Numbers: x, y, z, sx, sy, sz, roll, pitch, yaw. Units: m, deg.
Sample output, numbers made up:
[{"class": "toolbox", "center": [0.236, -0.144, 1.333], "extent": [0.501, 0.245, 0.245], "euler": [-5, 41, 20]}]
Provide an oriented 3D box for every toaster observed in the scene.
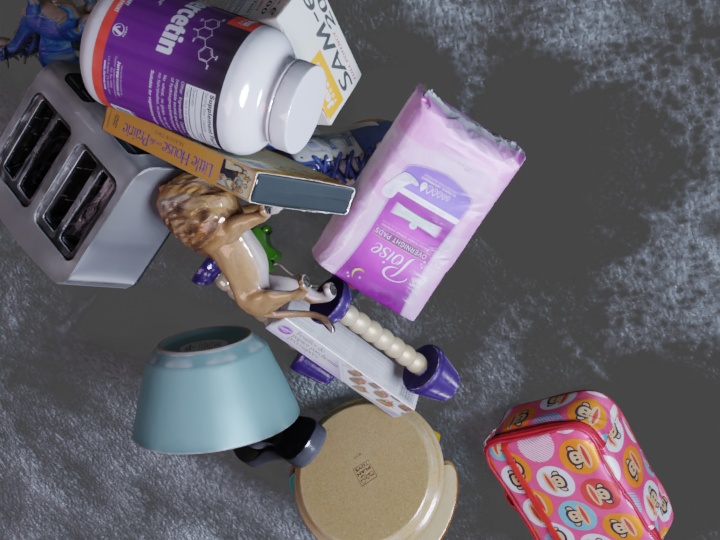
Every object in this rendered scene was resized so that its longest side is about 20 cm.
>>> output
[{"class": "toaster", "center": [-0.279, -0.093, 1.190], "extent": [0.181, 0.118, 0.201], "euler": [47, 111, 23]}]

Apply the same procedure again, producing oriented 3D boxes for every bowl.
[{"class": "bowl", "center": [-0.175, 0.130, 1.349], "extent": [0.198, 0.200, 0.107], "euler": [0, 102, 28]}]

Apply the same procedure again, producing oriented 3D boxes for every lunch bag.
[{"class": "lunch bag", "center": [0.230, 0.234, 1.265], "extent": [0.175, 0.082, 0.201], "euler": [-19, 111, 41]}]

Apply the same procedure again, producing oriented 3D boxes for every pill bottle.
[{"class": "pill bottle", "center": [-0.134, -0.170, 0.989], "extent": [0.198, 0.113, 0.114], "euler": [21, 130, 15]}]

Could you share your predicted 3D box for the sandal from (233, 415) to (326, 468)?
[{"class": "sandal", "center": [-0.104, 0.195, 1.387], "extent": [0.043, 0.077, 0.199], "euler": [39, 155, -19]}]

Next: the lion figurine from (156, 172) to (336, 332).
[{"class": "lion figurine", "center": [-0.112, -0.011, 1.121], "extent": [0.121, 0.073, 0.202], "euler": [-18, 107, 24]}]

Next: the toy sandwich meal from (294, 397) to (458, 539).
[{"class": "toy sandwich meal", "center": [0.021, 0.245, 1.342], "extent": [0.202, 0.208, 0.070], "euler": [9, 163, 22]}]

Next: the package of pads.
[{"class": "package of pads", "center": [0.053, -0.065, 1.092], "extent": [0.120, 0.076, 0.201], "euler": [29, 111, -13]}]

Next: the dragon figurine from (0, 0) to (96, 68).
[{"class": "dragon figurine", "center": [-0.312, -0.249, 1.217], "extent": [0.197, 0.059, 0.100], "euler": [16, 129, 19]}]

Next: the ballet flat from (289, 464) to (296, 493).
[{"class": "ballet flat", "center": [0.009, 0.272, 1.409], "extent": [0.198, 0.072, 0.069], "euler": [19, 125, 14]}]

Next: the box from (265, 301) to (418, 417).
[{"class": "box", "center": [-0.016, 0.095, 1.279], "extent": [0.199, 0.042, 0.038], "euler": [36, 141, -25]}]

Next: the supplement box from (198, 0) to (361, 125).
[{"class": "supplement box", "center": [-0.114, -0.211, 1.094], "extent": [0.198, 0.074, 0.127], "euler": [8, 143, 33]}]

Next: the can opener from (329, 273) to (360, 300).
[{"class": "can opener", "center": [0.000, 0.000, 1.226], "extent": [0.078, 0.064, 0.200], "euler": [40, 132, -4]}]

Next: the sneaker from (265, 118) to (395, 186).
[{"class": "sneaker", "center": [-0.029, -0.103, 1.152], "extent": [0.197, 0.088, 0.076], "euler": [3, 123, 24]}]

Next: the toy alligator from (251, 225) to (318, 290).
[{"class": "toy alligator", "center": [-0.126, -0.038, 1.276], "extent": [0.198, 0.059, 0.055], "euler": [23, 90, 12]}]

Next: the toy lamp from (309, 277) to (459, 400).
[{"class": "toy lamp", "center": [0.031, 0.079, 1.224], "extent": [0.058, 0.059, 0.199], "euler": [-25, 131, 38]}]

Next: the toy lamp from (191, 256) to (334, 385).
[{"class": "toy lamp", "center": [-0.105, 0.057, 1.328], "extent": [0.199, 0.058, 0.058], "euler": [39, 132, -1]}]

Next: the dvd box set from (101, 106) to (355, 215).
[{"class": "dvd box set", "center": [-0.121, -0.103, 1.059], "extent": [0.199, 0.146, 0.030], "euler": [26, 103, 32]}]
